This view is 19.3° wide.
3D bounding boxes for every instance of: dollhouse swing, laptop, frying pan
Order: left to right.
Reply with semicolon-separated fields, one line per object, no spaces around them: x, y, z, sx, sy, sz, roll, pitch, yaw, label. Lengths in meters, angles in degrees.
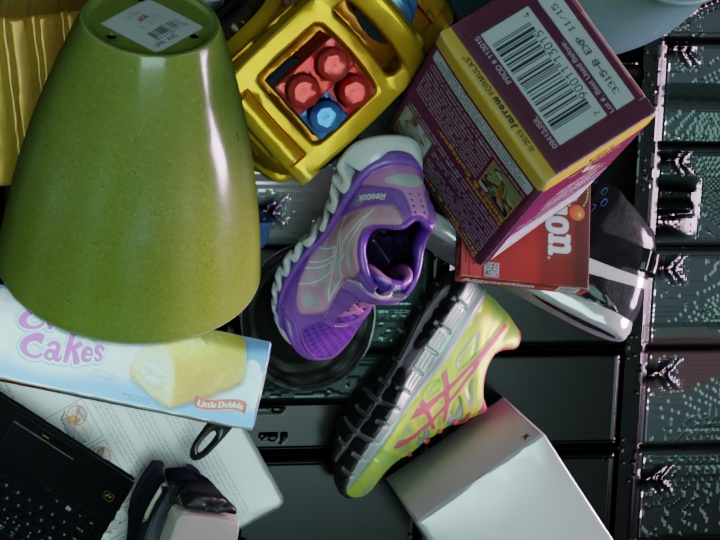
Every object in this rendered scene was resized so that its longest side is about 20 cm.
-0.295;0.197;1.554;0.177;0.103;0.200;33;120;0;laptop
-0.223;-0.144;1.495;0.200;0.176;0.182;-7;101;-12;dollhouse swing
-0.055;0.070;1.631;0.115;0.031;0.190;22;85;-25;frying pan

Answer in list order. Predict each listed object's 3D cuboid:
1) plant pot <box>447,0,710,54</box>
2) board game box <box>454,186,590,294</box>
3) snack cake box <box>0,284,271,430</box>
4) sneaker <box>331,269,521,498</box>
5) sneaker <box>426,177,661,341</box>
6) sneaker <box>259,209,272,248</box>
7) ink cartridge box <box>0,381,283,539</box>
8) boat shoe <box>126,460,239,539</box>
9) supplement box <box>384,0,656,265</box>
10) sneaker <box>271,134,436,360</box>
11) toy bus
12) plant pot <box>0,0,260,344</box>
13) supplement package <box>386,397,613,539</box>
0.182;-0.251;1.535;0.200;0.188;0.200;0;90;-25;plant pot
0.126;-0.084;1.622;0.103;0.019;0.200;6;74;-13;board game box
-0.172;0.064;1.528;0.200;0.115;0.067;12;86;-8;snack cake box
0.055;0.102;1.656;0.090;0.078;0.200;35;93;-23;sneaker
0.141;-0.035;1.660;0.200;0.073;0.112;28;80;-12;sneaker
-0.168;-0.016;1.592;0.200;0.070;0.078;3;108;-10;sneaker
-0.181;0.133;1.624;0.176;0.045;0.200;-29;105;-7;ink cartridge box
-0.148;0.238;1.586;0.075;0.093;0.200;13;107;-28;boat shoe
0.109;-0.105;1.507;0.103;0.200;0.131;-33;83;-18;supplement box
0.000;0.000;1.550;0.080;0.088;0.200;-2;134;-34;sneaker
-0.018;-0.159;1.531;0.200;0.192;0.136;-43;105;-4;toy bus
-0.149;-0.086;1.443;0.187;0.187;0.200;1;127;-13;plant pot
0.131;0.223;1.672;0.121;0.120;0.200;-34;106;-3;supplement package
